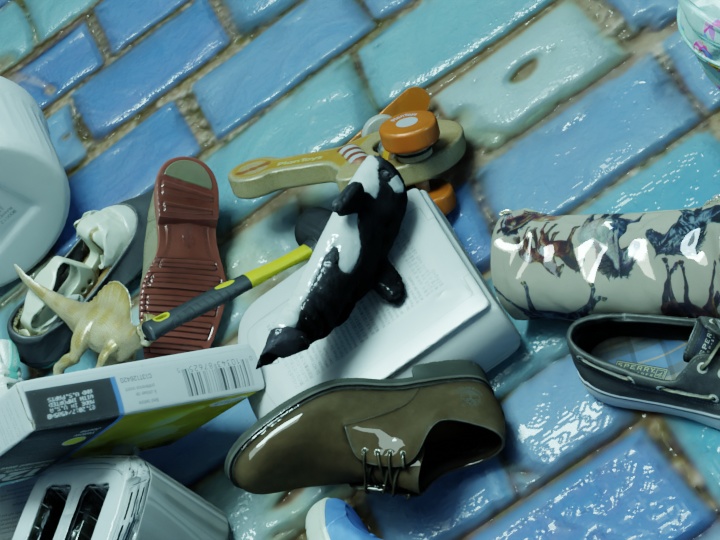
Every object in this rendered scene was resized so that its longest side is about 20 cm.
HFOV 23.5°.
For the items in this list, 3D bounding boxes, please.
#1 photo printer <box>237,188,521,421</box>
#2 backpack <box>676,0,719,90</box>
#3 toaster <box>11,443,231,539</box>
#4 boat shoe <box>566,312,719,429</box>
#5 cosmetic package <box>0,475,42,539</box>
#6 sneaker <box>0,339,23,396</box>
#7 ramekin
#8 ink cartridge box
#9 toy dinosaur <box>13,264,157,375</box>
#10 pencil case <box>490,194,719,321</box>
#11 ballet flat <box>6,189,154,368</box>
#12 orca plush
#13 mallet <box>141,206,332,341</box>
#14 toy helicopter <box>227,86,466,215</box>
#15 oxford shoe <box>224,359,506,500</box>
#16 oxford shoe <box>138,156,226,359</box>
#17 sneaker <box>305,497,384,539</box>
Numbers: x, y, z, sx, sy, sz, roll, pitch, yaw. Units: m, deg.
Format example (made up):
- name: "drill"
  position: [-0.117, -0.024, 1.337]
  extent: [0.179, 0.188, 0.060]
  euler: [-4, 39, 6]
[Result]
- name: "photo printer"
  position: [0.003, 0.050, 1.297]
  extent: [0.200, 0.069, 0.167]
  euler: [-36, 42, 5]
- name: "backpack"
  position: [0.319, -0.216, 1.257]
  extent: [0.200, 0.127, 0.167]
  euler: [-45, 46, -1]
- name: "toaster"
  position: [-0.181, 0.226, 1.236]
  extent: [0.113, 0.129, 0.201]
  euler: [-5, 53, 32]
- name: "boat shoe"
  position: [0.225, 0.057, 1.140]
  extent: [0.199, 0.066, 0.070]
  euler: [8, 61, 39]
- name: "cosmetic package"
  position: [-0.269, 0.266, 1.297]
  extent: [0.107, 0.085, 0.201]
  euler: [-15, 49, 25]
- name: "sneaker"
  position: [-0.306, 0.104, 1.454]
  extent: [0.200, 0.075, 0.089]
  euler: [25, 85, 46]
- name: "ramekin"
  position: [-0.360, -0.071, 1.561]
  extent: [0.200, 0.201, 0.098]
  euler: [-39, 50, 1]
- name: "ink cartridge box"
  position: [-0.204, 0.117, 1.283]
  extent: [0.200, 0.197, 0.047]
  euler: [-37, 70, 47]
- name: "toy dinosaur"
  position: [-0.217, 0.056, 1.423]
  extent: [0.200, 0.058, 0.102]
  euler: [16, 96, 46]
- name: "pencil case"
  position: [0.183, -0.008, 1.213]
  extent: [0.199, 0.078, 0.090]
  euler: [-1, 73, 35]
- name: "ballet flat"
  position: [-0.236, -0.003, 1.507]
  extent: [0.073, 0.073, 0.200]
  euler: [28, 73, 45]
- name: "orca plush"
  position: [0.000, 0.000, 1.235]
  extent: [0.071, 0.105, 0.200]
  euler: [24, 38, 5]
- name: "mallet"
  position: [-0.088, 0.002, 1.369]
  extent: [0.199, 0.041, 0.066]
  euler: [-23, 31, -21]
- name: "toy helicopter"
  position: [-0.011, -0.094, 1.416]
  extent: [0.199, 0.079, 0.132]
  euler: [-8, 28, 15]
- name: "oxford shoe"
  position: [0.007, 0.120, 1.187]
  extent: [0.199, 0.073, 0.085]
  euler: [-15, 40, -10]
- name: "oxford shoe"
  position: [-0.152, 0.008, 1.458]
  extent: [0.075, 0.070, 0.201]
  euler: [125, 153, -61]
- name: "sneaker"
  position: [0.046, 0.204, 1.132]
  extent: [0.111, 0.077, 0.200]
  euler: [-40, 47, 8]
